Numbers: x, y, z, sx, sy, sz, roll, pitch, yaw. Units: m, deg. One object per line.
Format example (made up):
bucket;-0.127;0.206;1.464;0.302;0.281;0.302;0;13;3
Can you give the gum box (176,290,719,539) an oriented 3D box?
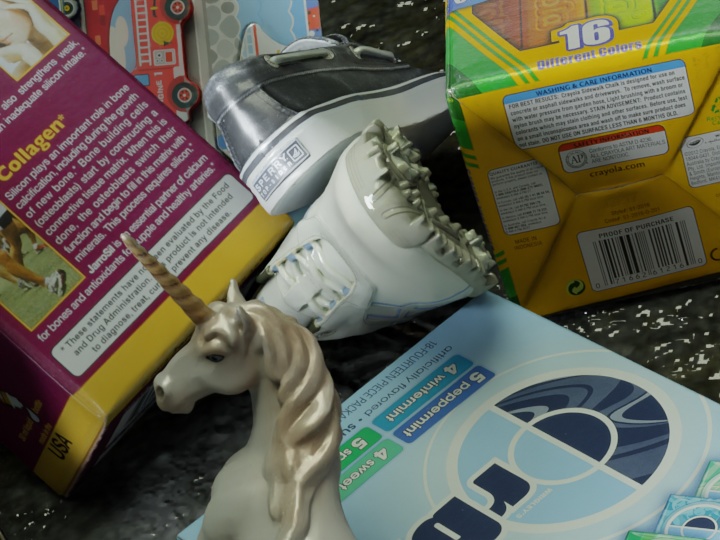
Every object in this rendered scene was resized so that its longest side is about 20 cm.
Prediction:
gum box;0.056;0.100;0.838;0.170;0.045;0.199;-37;39;-23

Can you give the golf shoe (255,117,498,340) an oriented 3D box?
golf shoe;0.000;0.000;0.921;0.097;0.079;0.200;-35;-8;0

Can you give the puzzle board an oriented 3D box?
puzzle board;-0.092;-0.099;1.047;0.149;0.202;0.017;-6;0;2

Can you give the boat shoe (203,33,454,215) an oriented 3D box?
boat shoe;-0.009;-0.073;0.997;0.072;0.068;0.200;-43;-10;25

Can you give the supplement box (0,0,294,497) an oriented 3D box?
supplement box;-0.150;-0.026;0.965;0.200;0.103;0.131;42;61;3

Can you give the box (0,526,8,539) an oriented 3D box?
box;-0.131;0.114;0.733;0.050;0.201;0.158;-30;-2;-15

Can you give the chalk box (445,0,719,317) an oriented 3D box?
chalk box;0.109;-0.096;1.002;0.123;0.124;0.201;-13;36;10

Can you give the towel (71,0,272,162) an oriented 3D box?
towel;-0.128;-0.061;1.071;0.199;0.154;0.023;-19;1;2

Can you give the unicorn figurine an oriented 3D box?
unicorn figurine;-0.031;0.102;0.779;0.200;0.138;0.074;47;29;20
